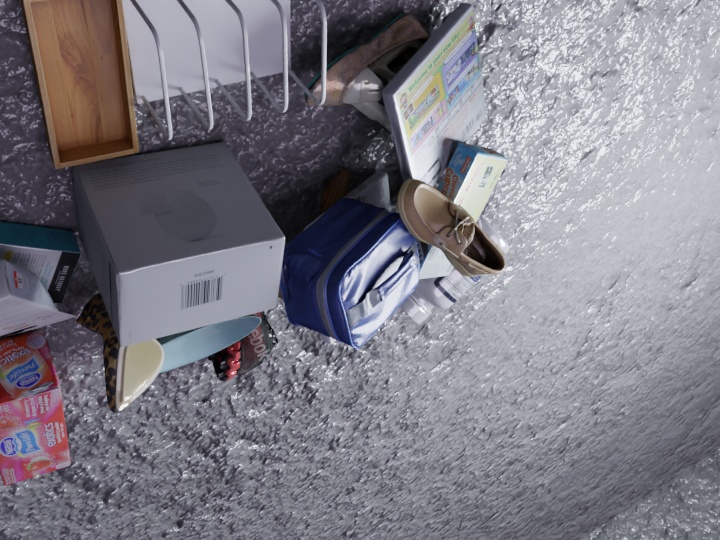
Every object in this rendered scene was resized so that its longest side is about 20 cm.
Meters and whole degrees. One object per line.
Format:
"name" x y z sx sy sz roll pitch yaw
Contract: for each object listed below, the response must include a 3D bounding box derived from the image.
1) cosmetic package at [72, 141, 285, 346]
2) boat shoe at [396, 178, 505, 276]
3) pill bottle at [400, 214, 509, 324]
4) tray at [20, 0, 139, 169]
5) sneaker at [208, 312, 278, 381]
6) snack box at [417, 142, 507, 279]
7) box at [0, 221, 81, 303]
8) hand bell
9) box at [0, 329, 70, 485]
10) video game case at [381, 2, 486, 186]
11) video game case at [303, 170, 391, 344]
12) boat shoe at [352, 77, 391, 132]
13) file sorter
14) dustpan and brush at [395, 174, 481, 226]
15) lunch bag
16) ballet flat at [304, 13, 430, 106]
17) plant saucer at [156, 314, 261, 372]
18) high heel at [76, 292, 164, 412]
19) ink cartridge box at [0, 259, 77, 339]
"cosmetic package" -0.223 -0.040 0.989 0.196 0.201 0.124 -13 139 -26
"boat shoe" 0.126 -0.057 1.092 0.199 0.064 0.072 36 70 -38
"pill bottle" 0.142 -0.009 1.361 0.200 0.111 0.111 -44 140 8
"tray" -0.304 -0.214 0.893 0.097 0.037 0.202 -16 135 -24
"sneaker" -0.169 0.082 1.247 0.097 0.071 0.203 -7 134 -31
"snack box" 0.136 -0.084 1.189 0.116 0.037 0.202 -5 125 -59
"box" -0.443 -0.014 0.967 0.198 0.049 0.083 8 124 -41
"hand bell" -0.062 -0.055 1.203 0.103 0.104 0.202 15 105 -44
"box" -0.451 0.186 1.092 0.094 0.100 0.202 -14 144 -26
"video game case" 0.105 -0.221 1.089 0.201 0.022 0.184 -51 144 -28
"video game case" -0.009 -0.019 1.224 0.182 0.023 0.203 -41 137 -39
"boat shoe" 0.066 -0.218 1.134 0.199 0.072 0.063 27 88 -42
"file sorter" -0.149 -0.244 0.910 0.197 0.125 0.140 -18 136 -22
"dustpan and brush" 0.109 -0.124 1.252 0.137 0.057 0.204 -9 102 4
"lunch bag" 0.000 0.000 1.104 0.200 0.131 0.137 -45 139 -34
"ballet flat" 0.018 -0.253 1.024 0.200 0.067 0.068 -42 169 -22
"plant saucer" -0.234 0.089 1.116 0.198 0.039 0.201 -24 168 -5
"high heel" -0.312 0.103 1.003 0.141 0.202 0.072 -21 131 23
"ink cartridge box" -0.448 0.045 0.969 0.159 0.051 0.200 -17 172 -1
